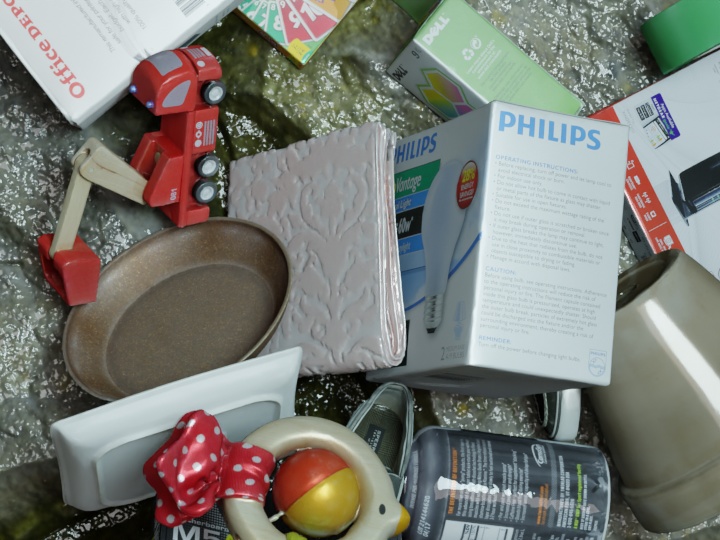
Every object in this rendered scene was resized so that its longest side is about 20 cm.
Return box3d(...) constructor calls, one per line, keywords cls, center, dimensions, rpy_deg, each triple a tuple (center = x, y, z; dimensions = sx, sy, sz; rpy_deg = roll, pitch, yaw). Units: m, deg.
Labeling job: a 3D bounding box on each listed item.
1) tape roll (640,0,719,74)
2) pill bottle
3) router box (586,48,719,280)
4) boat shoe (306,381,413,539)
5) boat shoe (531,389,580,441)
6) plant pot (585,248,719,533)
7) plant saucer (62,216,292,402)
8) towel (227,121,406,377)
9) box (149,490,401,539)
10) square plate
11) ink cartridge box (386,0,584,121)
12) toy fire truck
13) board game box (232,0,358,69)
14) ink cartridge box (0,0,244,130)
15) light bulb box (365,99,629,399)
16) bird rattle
box3d(cls="tape roll", center=(0.335, -0.232, 1.693), dimensions=(0.199, 0.200, 0.048), rpy_deg=(-27, 90, -12))
box3d(cls="pill bottle", center=(0.098, 0.185, 1.653), dimensions=(0.198, 0.106, 0.107), rpy_deg=(8, 82, -9))
box3d(cls="router box", center=(0.309, -0.080, 1.749), dimensions=(0.178, 0.049, 0.201), rpy_deg=(-28, 90, -12))
box3d(cls="boat shoe", center=(-0.004, 0.166, 1.538), dimensions=(0.071, 0.071, 0.201), rpy_deg=(15, 48, -2))
box3d(cls="boat shoe", center=(0.141, 0.049, 1.699), dimensions=(0.063, 0.071, 0.202), rpy_deg=(-7, 77, -12))
box3d(cls="plant pot", center=(0.264, 0.084, 1.639), dimensions=(0.199, 0.200, 0.174), rpy_deg=(-37, 97, -12))
box3d(cls="plant saucer", center=(-0.142, 0.040, 1.609), dimensions=(0.200, 0.200, 0.037), rpy_deg=(-36, 131, -12))
box3d(cls="towel", center=(-0.038, -0.010, 1.615), dimensions=(0.032, 0.199, 0.193), rpy_deg=(5, 80, -40))
box3d(cls="box", center=(-0.064, 0.239, 1.533), dimensions=(0.198, 0.161, 0.044), rpy_deg=(16, 123, -12))
box3d(cls="square plate", center=(-0.139, 0.133, 1.571), dimensions=(0.198, 0.198, 0.029), rpy_deg=(-17, 69, -12))
box3d(cls="ink cartridge box", center=(0.084, -0.171, 1.690), dimensions=(0.200, 0.104, 0.059), rpy_deg=(40, 76, -4))
box3d(cls="toy fire truck", center=(-0.185, -0.079, 1.619), dimensions=(0.140, 0.049, 0.202), rpy_deg=(-13, 126, -32))
box3d(cls="board game box", center=(-0.096, -0.273, 1.710), dimensions=(0.200, 0.030, 0.096), rpy_deg=(40, 79, -1))
box3d(cls="ink cartridge box", center=(-0.199, -0.233, 1.642), dimensions=(0.200, 0.084, 0.146), rpy_deg=(-38, 93, -3))
box3d(cls="light bulb box", center=(0.105, -0.010, 1.565), dimensions=(0.124, 0.198, 0.202), rpy_deg=(9, 80, -22))
box3d(cls="bird rattle", center=(-0.057, 0.173, 1.467), dimensions=(0.162, 0.113, 0.200), rpy_deg=(-27, 60, -31))
